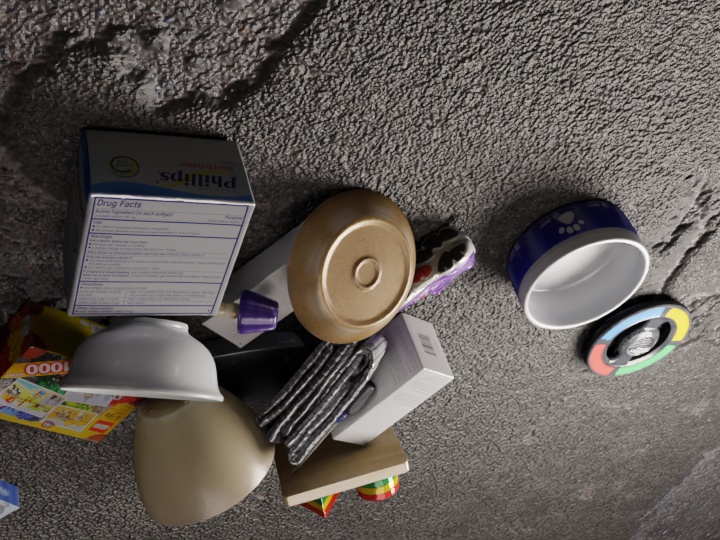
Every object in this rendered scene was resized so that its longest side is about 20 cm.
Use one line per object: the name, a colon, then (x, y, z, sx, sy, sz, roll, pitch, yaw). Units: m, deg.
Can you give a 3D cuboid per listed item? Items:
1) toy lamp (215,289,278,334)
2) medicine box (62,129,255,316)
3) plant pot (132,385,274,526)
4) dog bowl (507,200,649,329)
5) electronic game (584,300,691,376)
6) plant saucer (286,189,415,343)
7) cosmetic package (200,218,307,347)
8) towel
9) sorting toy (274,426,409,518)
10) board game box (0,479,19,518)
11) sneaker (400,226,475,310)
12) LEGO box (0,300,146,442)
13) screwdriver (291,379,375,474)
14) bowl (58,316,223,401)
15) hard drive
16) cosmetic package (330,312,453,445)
toy lamp: (-0.203, 0.046, 1.222, 0.196, 0.059, 0.059, 6, 139, -3)
medicine box: (-0.237, -0.048, 1.105, 0.179, 0.104, 0.201, 1, 137, -25)
plant pot: (-0.233, 0.227, 1.322, 0.197, 0.201, 0.136, -22, 115, 2)
dog bowl: (0.320, -0.006, 1.427, 0.197, 0.080, 0.202, -12, 142, -10)
electronic game: (0.483, 0.120, 1.684, 0.196, 0.042, 0.202, -13, 142, -10)
plant saucer: (0.000, 0.000, 1.234, 0.197, 0.035, 0.204, -10, 108, -32)
cosmetic package: (-0.115, 0.018, 1.281, 0.199, 0.051, 0.082, -34, 135, 17)
towel: (-0.053, 0.161, 1.369, 0.201, 0.085, 0.166, -50, 178, 7)
sorting toy: (-0.034, 0.315, 1.553, 0.197, 0.199, 0.071, -14, 110, -7)
board game box: (-0.658, 0.354, 1.450, 0.197, 0.044, 0.200, -29, 142, 11)
sneaker: (0.076, 0.022, 1.354, 0.198, 0.081, 0.084, -28, 148, 9)
LEGO box: (-0.393, 0.139, 1.281, 0.149, 0.078, 0.199, -41, 138, 24)
screwdriver: (-0.048, 0.236, 1.455, 0.029, 0.028, 0.200, 43, 106, -5)
bowl: (-0.261, 0.107, 1.175, 0.197, 0.092, 0.201, 5, 170, 1)
hard drive: (-0.184, 0.148, 1.415, 0.196, 0.043, 0.136, -8, 141, -15)
cosmetic package: (0.033, 0.170, 1.487, 0.199, 0.109, 0.084, -40, 142, 26)
